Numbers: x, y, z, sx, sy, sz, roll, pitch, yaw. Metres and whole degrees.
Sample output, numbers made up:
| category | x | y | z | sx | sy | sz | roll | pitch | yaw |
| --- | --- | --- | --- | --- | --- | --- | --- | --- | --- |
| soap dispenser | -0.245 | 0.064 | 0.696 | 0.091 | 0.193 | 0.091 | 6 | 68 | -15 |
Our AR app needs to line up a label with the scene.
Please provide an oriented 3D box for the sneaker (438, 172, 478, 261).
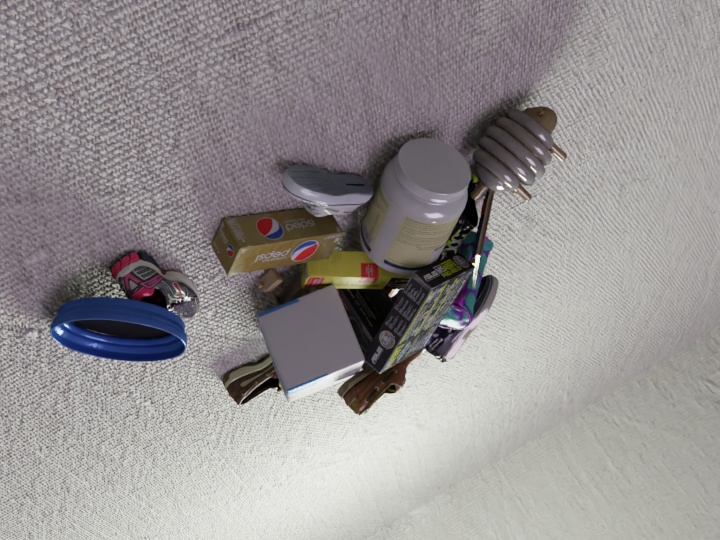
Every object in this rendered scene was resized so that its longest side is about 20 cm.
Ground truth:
| category | x | y | z | sx | sy | sz | roll | pitch | yaw |
| --- | --- | --- | --- | --- | --- | --- | --- | --- | --- |
| sneaker | 0.163 | -0.078 | 1.688 | 0.072 | 0.083 | 0.201 | -8 | 114 | -43 |

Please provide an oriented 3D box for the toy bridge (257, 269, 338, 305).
| category | x | y | z | sx | sy | sz | roll | pitch | yaw |
| --- | --- | --- | --- | --- | --- | --- | --- | --- | --- |
| toy bridge | -0.120 | 0.038 | 1.718 | 0.067 | 0.027 | 0.200 | -42 | 153 | 20 |

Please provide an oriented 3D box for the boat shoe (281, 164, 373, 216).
| category | x | y | z | sx | sy | sz | roll | pitch | yaw |
| --- | --- | --- | --- | --- | --- | --- | --- | --- | --- |
| boat shoe | -0.056 | -0.112 | 1.485 | 0.200 | 0.074 | 0.067 | 4 | 133 | -51 |

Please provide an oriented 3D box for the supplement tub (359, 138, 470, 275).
| category | x | y | z | sx | sy | sz | roll | pitch | yaw |
| --- | --- | --- | --- | --- | --- | --- | --- | --- | --- |
| supplement tub | 0.090 | -0.104 | 1.580 | 0.145 | 0.145 | 0.200 | -16 | 149 | -30 |

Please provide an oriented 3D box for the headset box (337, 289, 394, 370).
| category | x | y | z | sx | sy | sz | roll | pitch | yaw |
| --- | --- | --- | --- | --- | --- | --- | --- | --- | --- |
| headset box | 0.018 | 0.099 | 1.835 | 0.077 | 0.149 | 0.200 | -26 | 153 | -15 |

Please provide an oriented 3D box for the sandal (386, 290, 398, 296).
| category | x | y | z | sx | sy | sz | roll | pitch | yaw |
| --- | --- | --- | --- | --- | --- | --- | --- | --- | --- |
| sandal | 0.053 | -0.006 | 1.775 | 0.059 | 0.079 | 0.207 | -21 | 153 | -27 |

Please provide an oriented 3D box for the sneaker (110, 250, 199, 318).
| category | x | y | z | sx | sy | sz | roll | pitch | yaw |
| --- | --- | --- | --- | --- | --- | --- | --- | --- | --- |
| sneaker | -0.308 | 0.042 | 1.470 | 0.081 | 0.075 | 0.200 | -37 | 154 | 8 |

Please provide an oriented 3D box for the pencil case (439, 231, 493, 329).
| category | x | y | z | sx | sy | sz | roll | pitch | yaw |
| --- | --- | --- | --- | --- | --- | --- | --- | --- | --- |
| pencil case | 0.192 | 0.015 | 1.828 | 0.085 | 0.200 | 0.092 | 25 | 145 | -6 |

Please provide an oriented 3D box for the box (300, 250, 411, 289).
| category | x | y | z | sx | sy | sz | roll | pitch | yaw |
| --- | --- | --- | --- | --- | --- | --- | --- | --- | --- |
| box | 0.000 | 0.000 | 1.664 | 0.199 | 0.050 | 0.075 | 2 | 163 | -14 |

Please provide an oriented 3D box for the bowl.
| category | x | y | z | sx | sy | sz | roll | pitch | yaw |
| --- | --- | --- | --- | --- | --- | --- | --- | --- | --- |
| bowl | -0.358 | 0.089 | 1.434 | 0.200 | 0.040 | 0.201 | 2 | 158 | 1 |

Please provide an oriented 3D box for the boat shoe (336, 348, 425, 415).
| category | x | y | z | sx | sy | sz | roll | pitch | yaw |
| --- | --- | --- | --- | --- | --- | --- | --- | --- | --- |
| boat shoe | 0.052 | 0.197 | 1.771 | 0.200 | 0.068 | 0.072 | -33 | 161 | -23 |

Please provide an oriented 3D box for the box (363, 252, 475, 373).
| category | x | y | z | sx | sy | sz | roll | pitch | yaw |
| --- | --- | --- | --- | --- | --- | --- | --- | --- | --- |
| box | 0.102 | 0.072 | 1.663 | 0.160 | 0.044 | 0.200 | -22 | 147 | -52 |

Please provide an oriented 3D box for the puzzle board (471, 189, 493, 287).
| category | x | y | z | sx | sy | sz | roll | pitch | yaw |
| --- | --- | --- | --- | --- | --- | --- | --- | --- | --- |
| puzzle board | 0.223 | -0.087 | 1.735 | 0.017 | 0.201 | 0.151 | 12 | 158 | 7 |

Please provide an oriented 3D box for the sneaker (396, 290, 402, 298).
| category | x | y | z | sx | sy | sz | roll | pitch | yaw |
| --- | --- | --- | --- | --- | --- | --- | --- | --- | --- |
| sneaker | 0.104 | -0.009 | 1.839 | 0.071 | 0.098 | 0.201 | -5 | 121 | -19 |

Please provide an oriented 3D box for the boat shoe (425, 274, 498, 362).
| category | x | y | z | sx | sy | sz | roll | pitch | yaw |
| --- | --- | --- | --- | --- | --- | --- | --- | --- | --- |
| boat shoe | 0.183 | 0.080 | 1.879 | 0.093 | 0.075 | 0.200 | 31 | 95 | -19 |

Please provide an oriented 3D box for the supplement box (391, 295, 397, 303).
| category | x | y | z | sx | sy | sz | roll | pitch | yaw |
| --- | --- | --- | --- | --- | --- | --- | --- | --- | --- |
| supplement box | 0.109 | 0.101 | 1.980 | 0.200 | 0.111 | 0.086 | -33 | 153 | -1 |

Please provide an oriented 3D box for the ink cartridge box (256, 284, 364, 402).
| category | x | y | z | sx | sy | sz | roll | pitch | yaw |
| --- | --- | --- | --- | --- | --- | --- | --- | --- | --- |
| ink cartridge box | -0.090 | 0.135 | 1.714 | 0.146 | 0.146 | 0.200 | -21 | 169 | -8 |

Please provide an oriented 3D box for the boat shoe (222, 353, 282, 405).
| category | x | y | z | sx | sy | sz | roll | pitch | yaw |
| --- | --- | --- | --- | --- | --- | --- | --- | --- | --- |
| boat shoe | -0.167 | 0.207 | 1.896 | 0.202 | 0.075 | 0.075 | -26 | 153 | -14 |

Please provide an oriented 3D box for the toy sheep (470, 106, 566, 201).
| category | x | y | z | sx | sy | sz | roll | pitch | yaw |
| --- | --- | --- | --- | --- | --- | --- | --- | --- | --- |
| toy sheep | 0.259 | -0.195 | 1.624 | 0.200 | 0.138 | 0.138 | -51 | 152 | 1 |

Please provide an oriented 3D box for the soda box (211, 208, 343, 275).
| category | x | y | z | sx | sy | sz | roll | pitch | yaw |
| --- | --- | --- | --- | --- | --- | --- | --- | --- | --- |
| soda box | -0.130 | -0.049 | 1.522 | 0.199 | 0.064 | 0.068 | -10 | 146 | -37 |
